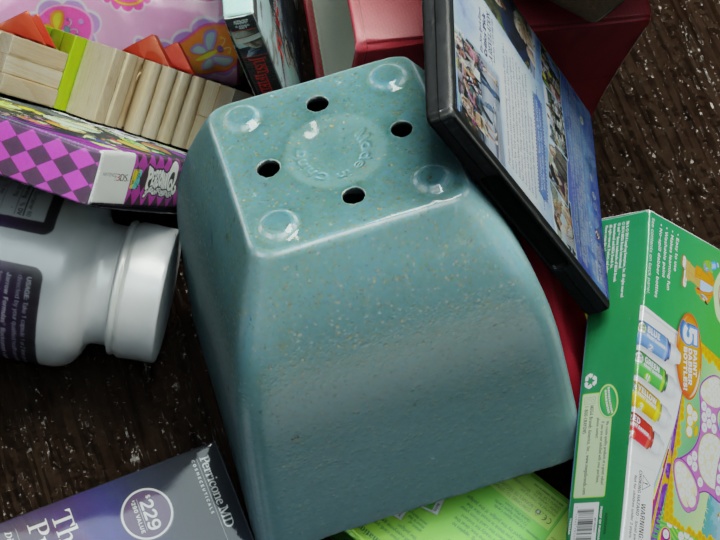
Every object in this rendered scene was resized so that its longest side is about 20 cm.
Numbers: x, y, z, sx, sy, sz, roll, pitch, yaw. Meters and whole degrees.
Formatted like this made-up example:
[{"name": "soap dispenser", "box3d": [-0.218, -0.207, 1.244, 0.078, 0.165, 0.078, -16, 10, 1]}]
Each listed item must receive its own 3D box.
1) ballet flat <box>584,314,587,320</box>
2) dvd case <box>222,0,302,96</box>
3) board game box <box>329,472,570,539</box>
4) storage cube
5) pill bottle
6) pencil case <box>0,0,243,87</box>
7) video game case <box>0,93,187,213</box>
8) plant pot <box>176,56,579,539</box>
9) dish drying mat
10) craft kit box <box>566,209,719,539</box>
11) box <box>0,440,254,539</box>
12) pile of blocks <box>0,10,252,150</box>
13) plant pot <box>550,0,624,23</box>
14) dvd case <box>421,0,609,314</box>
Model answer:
[{"name": "ballet flat", "box3d": [0.130, -0.011, 1.034, 0.067, 0.067, 0.200, -27, 104, 23]}, {"name": "dvd case", "box3d": [-0.060, -0.175, 1.008, 0.022, 0.200, 0.146, -6, 71, 6]}, {"name": "board game box", "box3d": [0.069, 0.161, 0.985, 0.200, 0.048, 0.102, 38, 73, 8]}, {"name": "storage cube", "box3d": [0.062, -0.186, 1.038, 0.179, 0.171, 0.200, -8, 72, -9]}, {"name": "pill bottle", "box3d": [-0.213, -0.004, 0.982, 0.200, 0.111, 0.112, 12, 71, -1]}, {"name": "pencil case", "box3d": [-0.168, -0.168, 1.059, 0.200, 0.087, 0.088, 4, 71, -3]}, {"name": "video game case", "box3d": [-0.201, -0.080, 0.957, 0.200, 0.181, 0.036, 20, 97, 16]}, {"name": "plant pot", "box3d": [0.000, 0.000, 0.914, 0.195, 0.200, 0.197, -16, 49, -6]}, {"name": "dish drying mat", "box3d": [0.105, -0.016, 0.959, 0.018, 0.077, 0.200, -12, 110, 17]}, {"name": "craft kit box", "box3d": [0.206, 0.091, 0.967, 0.197, 0.048, 0.200, 25, 65, -40]}, {"name": "box", "box3d": [-0.111, 0.219, 0.936, 0.141, 0.079, 0.200, -20, 74, -14]}, {"name": "pile of blocks", "box3d": [-0.152, -0.121, 1.014, 0.200, 0.082, 0.062, 16, 95, -30]}, {"name": "plant pot", "box3d": [0.095, -0.239, 0.890, 0.187, 0.187, 0.200, -43, 95, -17]}, {"name": "dvd case", "box3d": [0.085, -0.082, 0.885, 0.018, 0.200, 0.143, -17, 52, 24]}]
